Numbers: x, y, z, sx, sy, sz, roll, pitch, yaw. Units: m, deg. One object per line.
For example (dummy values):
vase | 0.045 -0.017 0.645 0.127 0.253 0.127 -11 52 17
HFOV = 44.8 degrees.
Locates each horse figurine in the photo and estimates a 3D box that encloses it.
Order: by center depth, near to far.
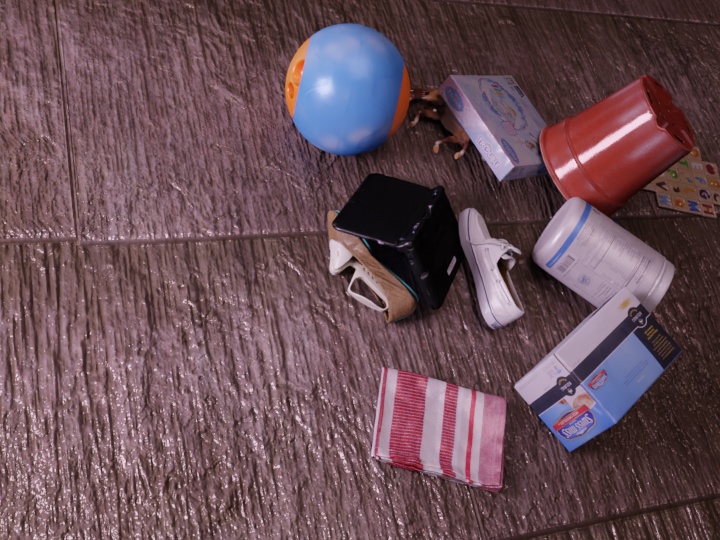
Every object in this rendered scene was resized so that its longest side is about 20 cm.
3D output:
horse figurine | 0.147 -0.260 1.520 0.200 0.050 0.132 46 47 13

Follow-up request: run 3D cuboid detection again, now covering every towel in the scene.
towel | 0.117 0.224 1.251 0.197 0.023 0.146 17 56 -12

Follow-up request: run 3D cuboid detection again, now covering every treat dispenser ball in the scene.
treat dispenser ball | -0.020 -0.284 1.379 0.198 0.201 0.204 10 58 -16

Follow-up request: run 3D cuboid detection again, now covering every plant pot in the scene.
plant pot | 0.443 -0.214 1.487 0.199 0.194 0.203 28 45 -32

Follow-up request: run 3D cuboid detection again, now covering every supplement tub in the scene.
supplement tub | 0.394 -0.014 1.431 0.199 0.132 0.133 35 55 0

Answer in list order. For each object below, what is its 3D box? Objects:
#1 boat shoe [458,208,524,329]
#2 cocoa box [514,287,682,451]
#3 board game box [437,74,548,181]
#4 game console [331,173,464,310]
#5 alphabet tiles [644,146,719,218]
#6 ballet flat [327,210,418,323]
boat shoe | 0.217 -0.017 1.375 0.074 0.085 0.205 22 49 -50
cocoa box | 0.359 0.149 1.321 0.199 0.134 0.132 -35 78 -33
board game box | 0.254 -0.254 1.533 0.198 0.043 0.202 -12 65 -48
game console | 0.067 -0.050 1.344 0.178 0.115 0.201 65 30 -21
alphabet tiles | 0.616 -0.182 1.690 0.197 0.006 0.169 9 58 -17
ballet flat | 0.000 0.000 1.316 0.072 0.068 0.200 -40 85 -18
